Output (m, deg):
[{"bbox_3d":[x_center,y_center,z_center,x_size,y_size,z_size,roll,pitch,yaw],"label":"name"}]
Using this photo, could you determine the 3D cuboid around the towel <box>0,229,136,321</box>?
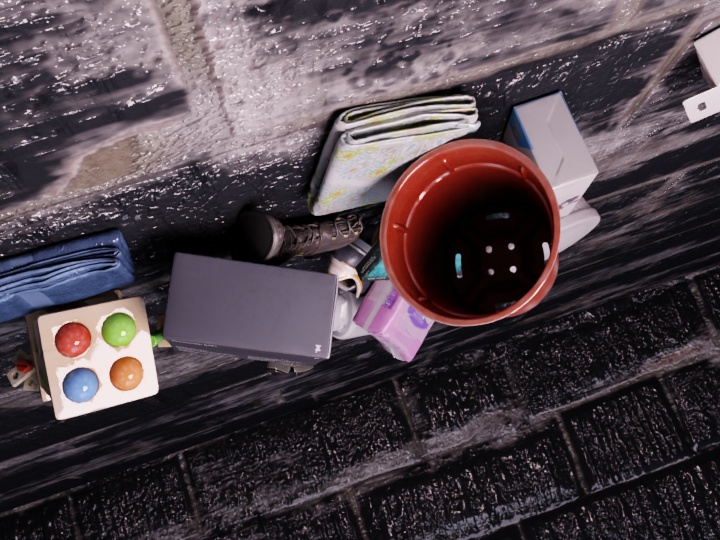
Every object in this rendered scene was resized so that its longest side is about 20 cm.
[{"bbox_3d":[-0.363,0.014,0.889,0.198,0.049,0.112,-17,166,-10],"label":"towel"}]

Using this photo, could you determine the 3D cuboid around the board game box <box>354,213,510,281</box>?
[{"bbox_3d":[0.105,-0.037,1.072,0.198,0.028,0.135,-4,147,-37],"label":"board game box"}]

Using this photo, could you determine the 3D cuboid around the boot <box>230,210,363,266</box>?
[{"bbox_3d":[-0.075,-0.049,1.016,0.172,0.070,0.200,-14,175,-22],"label":"boot"}]

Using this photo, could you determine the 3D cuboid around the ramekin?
[{"bbox_3d":[0.289,-0.075,1.288,0.201,0.095,0.203,-25,165,-7],"label":"ramekin"}]

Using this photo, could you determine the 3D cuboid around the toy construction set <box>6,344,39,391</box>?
[{"bbox_3d":[-0.417,0.112,1.105,0.130,0.093,0.200,-21,176,6],"label":"toy construction set"}]

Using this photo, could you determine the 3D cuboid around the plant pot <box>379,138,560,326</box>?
[{"bbox_3d":[0.147,-0.028,0.908,0.199,0.203,0.195,-24,164,17],"label":"plant pot"}]

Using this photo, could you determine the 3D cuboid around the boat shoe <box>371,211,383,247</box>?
[{"bbox_3d":[0.070,-0.082,1.067,0.063,0.074,0.200,3,151,-40],"label":"boat shoe"}]

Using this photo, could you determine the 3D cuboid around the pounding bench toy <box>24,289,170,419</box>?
[{"bbox_3d":[-0.308,0.094,0.987,0.198,0.126,0.155,-12,-172,-30],"label":"pounding bench toy"}]

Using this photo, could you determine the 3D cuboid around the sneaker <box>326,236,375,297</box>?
[{"bbox_3d":[0.000,0.000,1.212,0.080,0.078,0.200,-57,153,-1],"label":"sneaker"}]

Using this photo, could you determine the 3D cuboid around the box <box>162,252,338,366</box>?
[{"bbox_3d":[-0.139,0.056,0.977,0.197,0.106,0.182,8,170,-9],"label":"box"}]

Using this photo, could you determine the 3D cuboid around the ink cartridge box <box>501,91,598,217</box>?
[{"bbox_3d":[0.235,-0.131,1.011,0.067,0.116,0.200,-19,166,-3],"label":"ink cartridge box"}]

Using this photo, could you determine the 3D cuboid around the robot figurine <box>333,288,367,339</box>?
[{"bbox_3d":[0.004,0.060,1.391,0.198,0.114,0.169,-7,-159,-40],"label":"robot figurine"}]

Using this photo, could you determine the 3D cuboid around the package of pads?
[{"bbox_3d":[0.081,0.031,1.201,0.201,0.075,0.121,-59,144,-10],"label":"package of pads"}]

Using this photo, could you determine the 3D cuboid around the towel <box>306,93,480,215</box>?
[{"bbox_3d":[0.033,-0.132,0.889,0.169,0.049,0.200,-12,163,-17],"label":"towel"}]

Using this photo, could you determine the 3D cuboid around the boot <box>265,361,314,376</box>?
[{"bbox_3d":[-0.102,0.127,1.437,0.198,0.132,0.067,-4,176,-41],"label":"boot"}]

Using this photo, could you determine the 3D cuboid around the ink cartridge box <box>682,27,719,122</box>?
[{"bbox_3d":[0.484,-0.268,0.943,0.199,0.068,0.116,-28,163,24],"label":"ink cartridge box"}]
